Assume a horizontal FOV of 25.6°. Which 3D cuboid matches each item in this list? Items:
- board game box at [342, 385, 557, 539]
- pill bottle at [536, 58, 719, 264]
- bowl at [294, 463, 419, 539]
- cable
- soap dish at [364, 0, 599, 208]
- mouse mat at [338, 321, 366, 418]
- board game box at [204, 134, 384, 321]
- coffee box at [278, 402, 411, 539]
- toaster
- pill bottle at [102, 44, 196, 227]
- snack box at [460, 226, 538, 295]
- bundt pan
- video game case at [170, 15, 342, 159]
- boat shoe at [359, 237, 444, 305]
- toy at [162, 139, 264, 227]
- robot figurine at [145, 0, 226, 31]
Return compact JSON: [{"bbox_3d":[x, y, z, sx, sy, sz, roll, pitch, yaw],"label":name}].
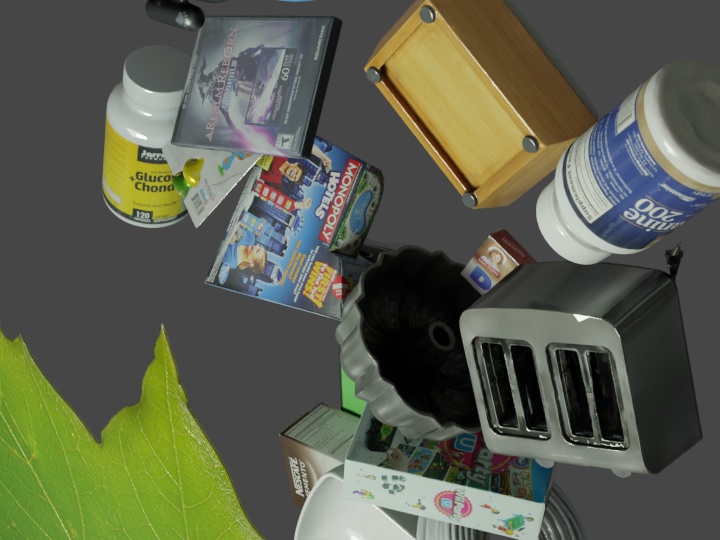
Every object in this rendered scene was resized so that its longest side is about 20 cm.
[{"bbox_3d":[0.097,0.181,1.593,0.200,0.148,0.064,11,130,10],"label":"board game box"},{"bbox_3d":[0.232,-0.081,1.316,0.111,0.111,0.200,52,144,3],"label":"pill bottle"},{"bbox_3d":[0.031,0.305,1.746,0.200,0.075,0.200,38,140,14],"label":"bowl"},{"bbox_3d":[0.149,0.293,1.639,0.200,0.200,0.069,40,141,-14],"label":"cable"},{"bbox_3d":[0.103,-0.161,1.423,0.200,0.081,0.157,52,144,2],"label":"soap dish"},{"bbox_3d":[0.036,0.163,1.825,0.161,0.008,0.200,28,135,32],"label":"mouse mat"},{"bbox_3d":[-0.046,-0.032,1.647,0.200,0.062,0.200,32,103,38],"label":"board game box"},{"bbox_3d":[0.010,0.246,1.847,0.200,0.080,0.115,18,131,38],"label":"coffee box"},{"bbox_3d":[0.203,0.083,1.445,0.181,0.119,0.200,3,115,39],"label":"toaster"},{"bbox_3d":[-0.231,-0.152,1.784,0.112,0.112,0.200,38,142,21],"label":"pill bottle"},{"bbox_3d":[0.187,0.050,1.547,0.200,0.024,0.072,46,142,11],"label":"snack box"},{"bbox_3d":[0.060,0.081,1.556,0.202,0.202,0.076,52,134,4],"label":"bundt pan"},{"bbox_3d":[-0.109,-0.190,1.618,0.200,0.019,0.143,9,84,42],"label":"video game case"},{"bbox_3d":[0.000,0.000,1.683,0.200,0.066,0.070,26,136,34],"label":"boat shoe"},{"bbox_3d":[-0.120,-0.147,1.660,0.200,0.047,0.115,-42,55,25],"label":"toy"},{"bbox_3d":[-0.173,-0.332,1.567,0.200,0.150,0.125,18,159,39],"label":"robot figurine"}]
